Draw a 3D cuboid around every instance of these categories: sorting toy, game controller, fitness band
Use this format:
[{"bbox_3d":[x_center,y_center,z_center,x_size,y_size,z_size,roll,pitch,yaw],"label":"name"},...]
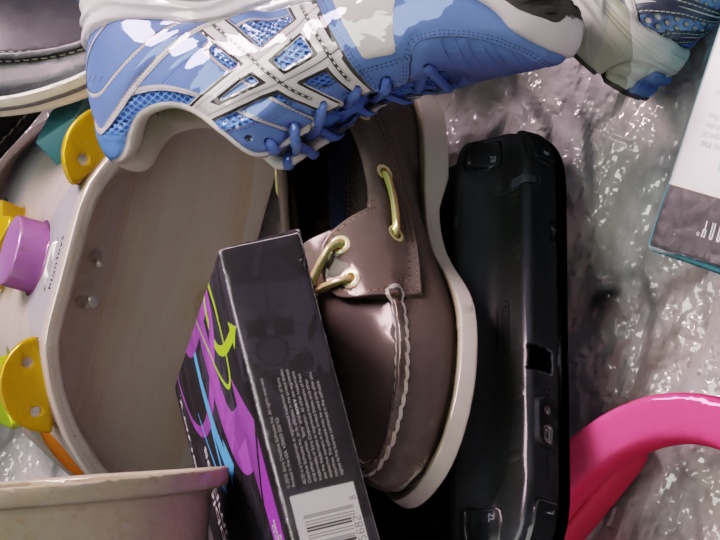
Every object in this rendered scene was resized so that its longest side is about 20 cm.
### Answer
[{"bbox_3d":[-0.128,-0.001,1.180,0.180,0.107,0.201,13,88,61],"label":"sorting toy"},{"bbox_3d":[0.037,0.041,1.025,0.104,0.042,0.201,-37,39,44],"label":"game controller"},{"bbox_3d":[0.100,0.138,0.974,0.144,0.037,0.200,48,112,37],"label":"fitness band"}]

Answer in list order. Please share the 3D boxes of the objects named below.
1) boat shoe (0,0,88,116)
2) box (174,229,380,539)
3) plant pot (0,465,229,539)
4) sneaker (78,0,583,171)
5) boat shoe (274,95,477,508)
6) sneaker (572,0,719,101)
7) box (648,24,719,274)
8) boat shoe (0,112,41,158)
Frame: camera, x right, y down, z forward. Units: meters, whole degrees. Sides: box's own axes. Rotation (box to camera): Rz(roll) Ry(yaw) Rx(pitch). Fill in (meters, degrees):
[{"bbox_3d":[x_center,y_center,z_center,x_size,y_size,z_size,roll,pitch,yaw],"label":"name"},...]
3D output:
[{"bbox_3d":[-0.180,-0.115,1.145,0.199,0.062,0.075,12,49,25],"label":"boat shoe"},{"bbox_3d":[-0.031,0.083,1.005,0.200,0.036,0.143,113,143,-72],"label":"box"},{"bbox_3d":[-0.140,0.170,0.972,0.200,0.200,0.184,-8,85,39],"label":"plant pot"},{"bbox_3d":[-0.012,-0.077,1.000,0.199,0.076,0.077,-1,81,24],"label":"sneaker"},{"bbox_3d":[0.000,0.000,1.011,0.072,0.059,0.200,-44,36,37],"label":"boat shoe"},{"bbox_3d":[0.090,-0.165,1.042,0.085,0.077,0.200,-38,66,20],"label":"sneaker"},{"bbox_3d":[0.176,-0.088,0.955,0.082,0.049,0.201,20,92,42],"label":"box"},{"bbox_3d":[-0.206,-0.046,1.175,0.200,0.074,0.060,-34,27,-18],"label":"boat shoe"}]
